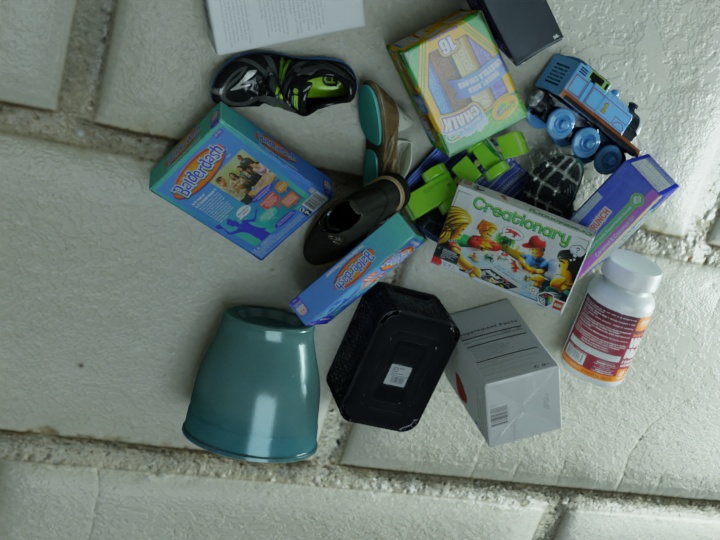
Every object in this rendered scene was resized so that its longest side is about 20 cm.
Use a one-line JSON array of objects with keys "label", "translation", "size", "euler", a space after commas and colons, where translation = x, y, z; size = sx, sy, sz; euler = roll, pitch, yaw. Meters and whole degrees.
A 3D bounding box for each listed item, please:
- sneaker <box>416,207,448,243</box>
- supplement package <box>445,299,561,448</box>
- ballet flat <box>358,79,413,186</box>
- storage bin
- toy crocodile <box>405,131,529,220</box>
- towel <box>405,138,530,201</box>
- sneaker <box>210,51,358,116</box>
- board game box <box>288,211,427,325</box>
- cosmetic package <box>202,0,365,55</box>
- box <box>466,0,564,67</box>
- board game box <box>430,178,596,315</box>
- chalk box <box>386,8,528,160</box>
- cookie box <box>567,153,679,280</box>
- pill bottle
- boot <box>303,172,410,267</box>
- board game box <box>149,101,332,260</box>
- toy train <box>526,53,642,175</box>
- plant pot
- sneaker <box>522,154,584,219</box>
[{"label": "sneaker", "translation": [0.173, -0.038, 1.789], "size": [0.200, 0.075, 0.078], "euler": [22, 152, -5]}, {"label": "supplement package", "translation": [0.212, 0.154, 1.858], "size": [0.120, 0.200, 0.121], "euler": [-14, 121, -10]}, {"label": "ballet flat", "translation": [0.040, -0.181, 1.706], "size": [0.072, 0.068, 0.200], "euler": [-19, 124, -22]}, {"label": "storage bin", "translation": [0.048, 0.134, 1.861], "size": [0.135, 0.094, 0.200], "euler": [14, 112, -24]}, {"label": "toy crocodile", "translation": [0.149, -0.138, 1.741], "size": [0.200, 0.062, 0.068], "euler": [-35, 85, 9]}, {"label": "towel", "translation": [0.171, -0.120, 1.800], "size": [0.200, 0.024, 0.145], "euler": [37, 103, -30]}, {"label": "sneaker", "translation": [-0.099, -0.246, 1.611], "size": [0.199, 0.083, 0.071], "euler": [-3, 119, -12]}, {"label": "board game box", "translation": [0.000, 0.000, 1.743], "size": [0.200, 0.152, 0.045], "euler": [-41, 83, 7]}, {"label": "cosmetic package", "translation": [-0.101, -0.351, 1.560], "size": [0.200, 0.071, 0.102], "euler": [-13, 120, -10]}, {"label": "box", "translation": [0.172, -0.385, 1.586], "size": [0.079, 0.141, 0.200], "euler": [-33, 122, 2]}, {"label": "board game box", "translation": [0.211, -0.033, 1.694], "size": [0.200, 0.035, 0.126], "euler": [22, 116, 8]}, {"label": "chalk box", "translation": [0.136, -0.235, 1.640], "size": [0.124, 0.124, 0.200], "euler": [-26, 105, -2]}, {"label": "cookie box", "translation": [0.368, -0.081, 1.769], "size": [0.075, 0.200, 0.171], "euler": [46, 111, 10]}, {"label": "pill bottle", "translation": [0.399, 0.075, 1.927], "size": [0.109, 0.110, 0.200], "euler": [9, 115, -21]}, {"label": "boot", "translation": [-0.038, -0.059, 1.675], "size": [0.078, 0.138, 0.200], "euler": [51, 124, 6]}, {"label": "board game box", "translation": [-0.161, -0.117, 1.653], "size": [0.200, 0.045, 0.152], "euler": [34, 121, -31]}, {"label": "toy train", "translation": [0.329, -0.222, 1.759], "size": [0.200, 0.087, 0.114], "euler": [31, 97, -31]}, {"label": "plant pot", "translation": [-0.147, 0.155, 1.765], "size": [0.200, 0.200, 0.188], "euler": [6, 101, -20]}, {"label": "sneaker", "translation": [0.283, -0.098, 1.805], "size": [0.080, 0.078, 0.200], "euler": [-28, 151, -36]}]
